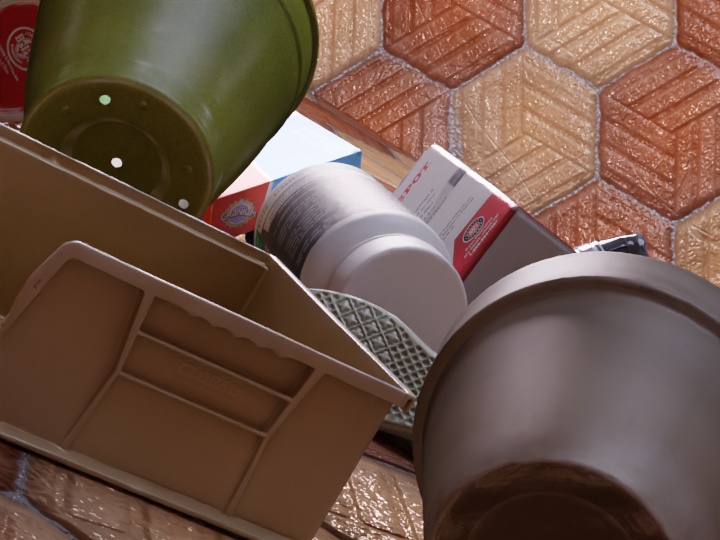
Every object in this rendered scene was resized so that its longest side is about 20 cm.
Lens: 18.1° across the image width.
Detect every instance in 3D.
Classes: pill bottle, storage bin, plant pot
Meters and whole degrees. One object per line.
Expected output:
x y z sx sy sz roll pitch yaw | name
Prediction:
0.000 0.000 1.605 0.113 0.113 0.200 27 7 -22 | pill bottle
-0.110 0.025 1.063 0.198 0.094 0.200 27 8 -28 | storage bin
0.106 0.110 1.077 0.199 0.201 0.174 31 23 6 | plant pot
-0.140 -0.117 1.501 0.200 0.201 0.193 29 33 -9 | plant pot

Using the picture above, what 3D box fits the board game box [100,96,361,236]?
-0.120 -0.097 1.776 0.153 0.040 0.200 -21 39 -38 | board game box

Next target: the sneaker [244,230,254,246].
-0.053 -0.029 1.799 0.070 0.082 0.200 -3 30 4 | sneaker

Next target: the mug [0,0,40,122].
-0.293 -0.202 1.789 0.177 0.134 0.200 21 14 -42 | mug

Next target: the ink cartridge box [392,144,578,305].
0.070 0.003 1.718 0.084 0.144 0.200 36 4 -23 | ink cartridge box

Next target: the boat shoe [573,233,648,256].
0.211 0.071 1.699 0.067 0.201 0.072 -15 6 -8 | boat shoe

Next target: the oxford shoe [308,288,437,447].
0.028 0.076 1.412 0.199 0.075 0.058 26 -20 -1 | oxford shoe
